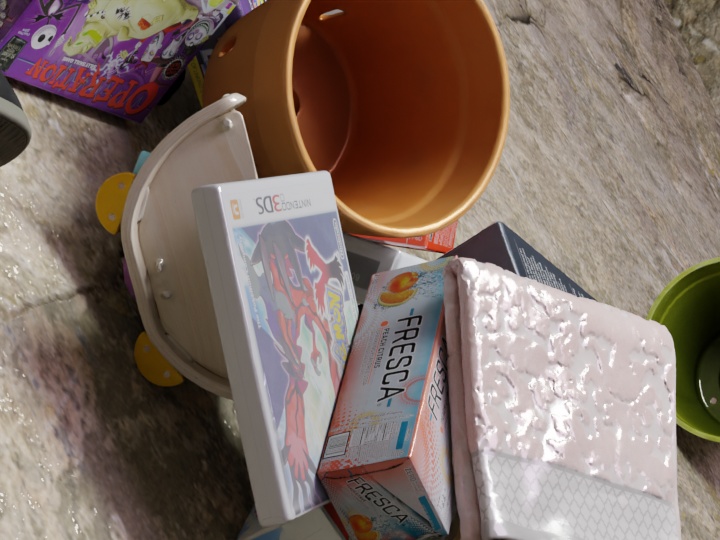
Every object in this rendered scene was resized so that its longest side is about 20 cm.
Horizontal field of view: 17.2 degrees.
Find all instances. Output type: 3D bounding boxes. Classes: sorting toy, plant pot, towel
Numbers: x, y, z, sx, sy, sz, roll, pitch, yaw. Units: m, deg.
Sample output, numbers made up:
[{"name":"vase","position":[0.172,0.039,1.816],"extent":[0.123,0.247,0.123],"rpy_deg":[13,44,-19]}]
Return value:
[{"name":"sorting toy","position":[-0.099,-0.011,1.559],"extent":[0.180,0.106,0.201],"rpy_deg":[-80,156,-83]},{"name":"plant pot","position":[-0.014,-0.120,1.639],"extent":[0.199,0.140,0.201],"rpy_deg":[2,87,-39]},{"name":"plant pot","position":[0.417,0.103,2.585],"extent":[0.201,0.200,0.193],"rpy_deg":[66,8,18]},{"name":"towel","position":[0.134,0.101,1.508],"extent":[0.199,0.032,0.192],"rpy_deg":[19,59,-40]}]

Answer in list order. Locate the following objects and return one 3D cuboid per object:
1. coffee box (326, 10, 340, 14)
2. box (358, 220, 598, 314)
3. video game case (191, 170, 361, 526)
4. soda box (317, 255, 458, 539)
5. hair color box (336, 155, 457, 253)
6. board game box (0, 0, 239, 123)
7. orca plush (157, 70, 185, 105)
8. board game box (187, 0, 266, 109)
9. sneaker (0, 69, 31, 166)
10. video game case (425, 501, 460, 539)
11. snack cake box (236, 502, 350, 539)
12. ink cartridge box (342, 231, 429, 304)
[{"name":"coffee box","position":[-0.011,-0.192,2.016],"extent":[0.080,0.114,0.200],"rpy_deg":[61,18,7]},{"name":"box","position":[0.110,0.073,1.875],"extent":[0.200,0.148,0.107],"rpy_deg":[35,30,-50]},{"name":"video game case","position":[-0.038,0.042,1.449],"extent":[0.182,0.023,0.201],"rpy_deg":[-14,93,-69]},{"name":"soda box","position":[0.030,0.080,1.486],"extent":[0.200,0.063,0.069],"rpy_deg":[-74,145,-50]},{"name":"hair color box","position":[0.018,-0.050,1.822],"extent":[0.200,0.101,0.062],"rpy_deg":[11,89,-81]},{"name":"board game box","position":[-0.167,-0.167,1.574],"extent":[0.032,0.120,0.200],"rpy_deg":[50,15,22]},{"name":"orca plush","position":[-0.177,-0.215,1.691],"extent":[0.200,0.071,0.105],"rpy_deg":[58,19,-4]},{"name":"board game box","position":[-0.089,-0.171,1.775],"extent":[0.166,0.056,0.201],"rpy_deg":[-90,165,-57]},{"name":"sneaker","position":[-0.270,-0.132,1.354],"extent":[0.107,0.075,0.200],"rpy_deg":[63,10,26]},{"name":"video game case","position":[0.106,0.132,1.546],"extent":[0.143,0.018,0.200],"rpy_deg":[39,56,-2]},{"name":"snack cake box","position":[-0.005,0.169,1.566],"extent":[0.115,0.067,0.200],"rpy_deg":[58,19,-11]},{"name":"ink cartridge box","position":[0.000,0.000,1.711],"extent":[0.200,0.160,0.047],"rpy_deg":[17,91,-61]}]
